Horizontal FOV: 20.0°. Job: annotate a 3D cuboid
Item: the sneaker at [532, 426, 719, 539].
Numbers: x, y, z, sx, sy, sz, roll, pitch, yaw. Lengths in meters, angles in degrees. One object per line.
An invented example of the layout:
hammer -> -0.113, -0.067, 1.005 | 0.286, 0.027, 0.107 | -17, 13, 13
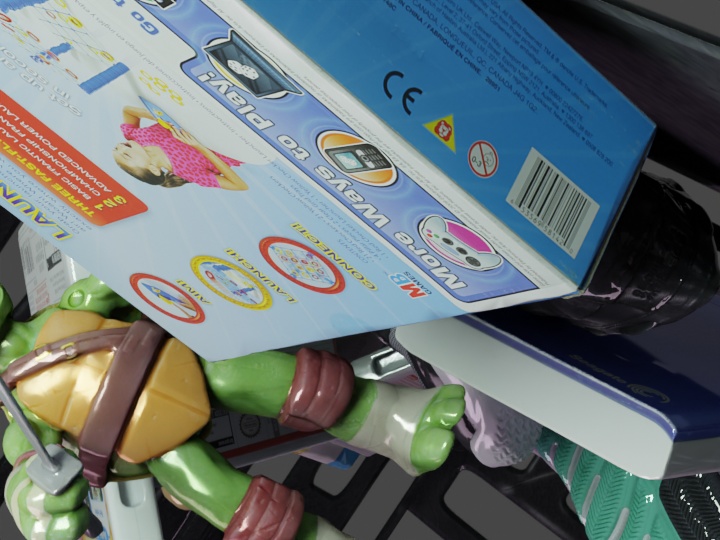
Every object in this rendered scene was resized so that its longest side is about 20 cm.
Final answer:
sneaker -> 0.126, 0.073, 0.882 | 0.087, 0.075, 0.200 | 7, -153, -34

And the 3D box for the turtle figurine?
turtle figurine -> -0.058, 0.039, 0.720 | 0.193, 0.200, 0.144 | 26, -144, -9

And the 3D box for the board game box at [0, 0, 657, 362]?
board game box -> -0.056, -0.060, 0.563 | 0.200, 0.056, 0.196 | 39, 154, -23

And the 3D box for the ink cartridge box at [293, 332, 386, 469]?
ink cartridge box -> -0.047, 0.005, 1.121 | 0.147, 0.146, 0.200 | 34, 180, 16

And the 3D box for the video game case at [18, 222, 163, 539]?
video game case -> -0.120, 0.059, 0.907 | 0.024, 0.183, 0.200 | -10, 178, -14

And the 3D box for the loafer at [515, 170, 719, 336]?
loafer -> 0.092, -0.005, 0.746 | 0.070, 0.068, 0.201 | 28, -178, 2

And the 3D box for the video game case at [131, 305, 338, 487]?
video game case -> -0.064, -0.014, 0.911 | 0.017, 0.201, 0.143 | -10, 179, 33

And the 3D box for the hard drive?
hard drive -> 0.127, 0.040, 0.818 | 0.132, 0.025, 0.200 | 27, -162, 38

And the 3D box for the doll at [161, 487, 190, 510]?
doll -> -0.100, 0.086, 1.063 | 0.136, 0.048, 0.200 | 44, 172, 8

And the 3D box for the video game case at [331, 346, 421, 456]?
video game case -> 0.070, 0.042, 1.027 | 0.143, 0.199, 0.018 | 34, -146, -69

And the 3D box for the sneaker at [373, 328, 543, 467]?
sneaker -> 0.000, 0.000, 0.878 | 0.075, 0.114, 0.201 | -28, -86, -56
